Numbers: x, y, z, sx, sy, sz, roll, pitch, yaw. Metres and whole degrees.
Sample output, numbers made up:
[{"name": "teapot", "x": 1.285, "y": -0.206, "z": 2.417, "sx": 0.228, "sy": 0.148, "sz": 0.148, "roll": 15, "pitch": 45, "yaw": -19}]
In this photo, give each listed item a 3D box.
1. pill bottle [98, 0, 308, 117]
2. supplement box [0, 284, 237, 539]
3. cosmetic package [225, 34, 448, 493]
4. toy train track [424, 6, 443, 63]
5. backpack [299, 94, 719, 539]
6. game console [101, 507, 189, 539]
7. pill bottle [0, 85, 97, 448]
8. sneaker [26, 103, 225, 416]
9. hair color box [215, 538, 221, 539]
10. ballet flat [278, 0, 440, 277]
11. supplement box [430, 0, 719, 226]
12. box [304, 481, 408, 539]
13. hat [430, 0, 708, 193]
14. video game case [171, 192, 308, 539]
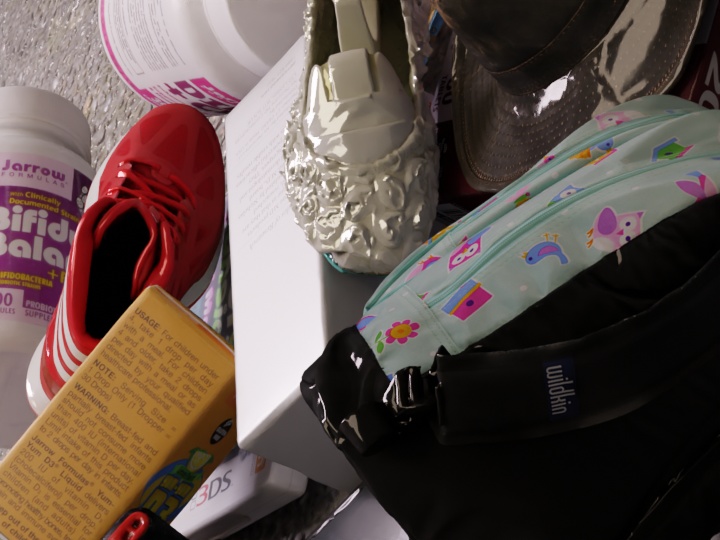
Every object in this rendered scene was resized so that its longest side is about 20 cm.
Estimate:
[{"name": "pill bottle", "x": -0.056, "y": -0.138, "z": 1.367, "sx": 0.200, "sy": 0.113, "sz": 0.114, "roll": 1, "pitch": 71, "yaw": 70}, {"name": "supplement box", "x": -0.129, "y": 0.106, "z": 1.236, "sx": 0.069, "sy": 0.067, "sz": 0.200, "roll": 36, "pitch": 87, "yaw": 19}, {"name": "cosmetic package", "x": 0.000, "y": 0.000, "z": 1.207, "sx": 0.071, "sy": 0.101, "sz": 0.200, "roll": -43, "pitch": 37, "yaw": 36}, {"name": "toy train track", "x": 0.050, "y": -0.140, "z": 1.300, "sx": 0.200, "sy": 0.032, "sz": 0.115, "roll": -67, "pitch": 27, "yaw": 16}, {"name": "backpack", "x": 0.091, "y": 0.028, "z": 0.957, "sx": 0.200, "sy": 0.167, "sz": 0.127, "roll": -38, "pitch": 36, "yaw": -1}, {"name": "game console", "x": -0.135, "y": 0.193, "z": 1.231, "sx": 0.177, "sy": 0.031, "sz": 0.200, "roll": -50, "pitch": -11, "yaw": -6}, {"name": "pill bottle", "x": -0.202, "y": -0.006, "z": 1.553, "sx": 0.112, "sy": 0.112, "sz": 0.200, "roll": -41, "pitch": 38, "yaw": 40}, {"name": "sneaker", "x": -0.100, "y": -0.022, "z": 1.315, "sx": 0.116, "sy": 0.078, "sz": 0.200, "roll": 120, "pitch": 166, "yaw": -55}, {"name": "hair color box", "x": -0.101, "y": 0.197, "z": 1.164, "sx": 0.100, "sy": 0.060, "sz": 0.200, "roll": -57, "pitch": -11, "yaw": 19}, {"name": "ballet flat", "x": -0.004, "y": -0.087, "z": 1.169, "sx": 0.072, "sy": 0.072, "sz": 0.200, "roll": -44, "pitch": 33, "yaw": 36}, {"name": "supplement box", "x": 0.105, "y": -0.073, "z": 1.120, "sx": 0.200, "sy": 0.061, "sz": 0.109, "roll": -7, "pitch": 63, "yaw": 58}, {"name": "box", "x": 0.046, "y": 0.150, "z": 1.077, "sx": 0.160, "sy": 0.043, "sz": 0.200, "roll": -46, "pitch": 35, "yaw": 34}, {"name": "hat", "x": 0.068, "y": -0.136, "z": 1.082, "sx": 0.201, "sy": 0.081, "sz": 0.201, "roll": -40, "pitch": 36, "yaw": 37}, {"name": "video game case", "x": -0.065, "y": 0.042, "z": 1.356, "sx": 0.182, "sy": 0.023, "sz": 0.200, "roll": -34, "pitch": 42, "yaw": 54}]
